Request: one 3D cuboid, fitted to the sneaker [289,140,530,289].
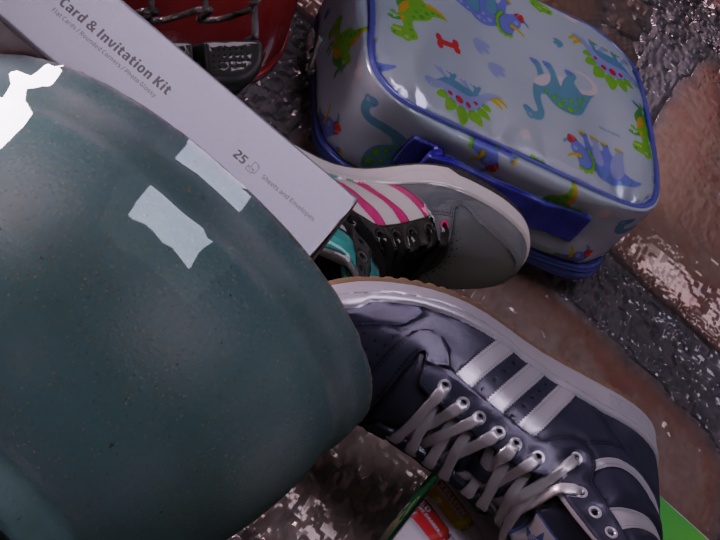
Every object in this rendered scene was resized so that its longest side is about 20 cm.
[{"bbox_3d":[0.000,0.000,0.855,0.199,0.084,0.121,11,41,-21],"label":"sneaker"}]

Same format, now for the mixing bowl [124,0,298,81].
[{"bbox_3d":[-0.099,-0.204,0.958,0.200,0.108,0.201,23,42,-22],"label":"mixing bowl"}]

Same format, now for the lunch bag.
[{"bbox_3d":[0.067,-0.090,1.003,0.199,0.082,0.161,21,41,-23],"label":"lunch bag"}]

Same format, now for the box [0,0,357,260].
[{"bbox_3d":[-0.094,-0.031,0.723,0.156,0.200,0.041,40,65,0],"label":"box"}]

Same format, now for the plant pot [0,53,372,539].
[{"bbox_3d":[-0.115,0.040,0.660,0.200,0.200,0.134,40,65,0],"label":"plant pot"}]

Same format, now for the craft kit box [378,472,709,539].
[{"bbox_3d":[0.098,0.168,0.810,0.197,0.049,0.200,44,38,0],"label":"craft kit box"}]

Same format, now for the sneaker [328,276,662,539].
[{"bbox_3d":[0.053,0.081,0.767,0.200,0.070,0.109,25,38,-23],"label":"sneaker"}]

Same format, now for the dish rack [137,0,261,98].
[{"bbox_3d":[-0.120,-0.176,0.834,0.153,0.055,0.201,-4,91,-24],"label":"dish rack"}]
